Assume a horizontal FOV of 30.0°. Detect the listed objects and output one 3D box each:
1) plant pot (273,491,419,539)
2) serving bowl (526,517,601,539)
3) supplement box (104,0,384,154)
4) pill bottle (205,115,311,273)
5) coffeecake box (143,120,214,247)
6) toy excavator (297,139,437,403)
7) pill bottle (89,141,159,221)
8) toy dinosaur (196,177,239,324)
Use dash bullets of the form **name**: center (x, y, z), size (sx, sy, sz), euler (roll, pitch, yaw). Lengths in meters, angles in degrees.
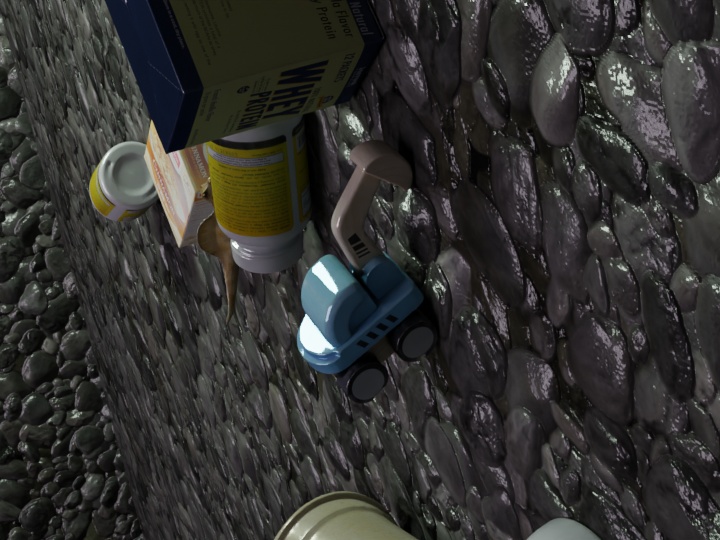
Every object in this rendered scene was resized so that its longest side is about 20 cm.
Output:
- **plant pot**: center (0.020, 0.362, 1.493), size (0.183, 0.199, 0.202), euler (3, 111, 57)
- **serving bowl**: center (0.184, 0.321, 1.158), size (0.200, 0.065, 0.201), euler (53, 154, 41)
- **supplement box**: center (-0.117, -0.247, 1.260), size (0.201, 0.198, 0.134), euler (67, 159, 12)
- **pill bottle**: center (-0.113, -0.102, 1.512), size (0.113, 0.112, 0.201), euler (49, 150, 48)
- **coffeecake box**: center (-0.235, -0.144, 1.865), size (0.155, 0.073, 0.200), euler (67, 160, 14)
- **toy excavator**: center (0.000, 0.000, 1.293), size (0.200, 0.194, 0.100), euler (51, 178, -41)
- **pill bottle**: center (-0.392, -0.141, 2.235), size (0.112, 0.110, 0.200), euler (71, 160, 1)
- **toy dinosaur**: center (-0.159, -0.041, 1.706), size (0.058, 0.100, 0.202), euler (40, 144, 55)
